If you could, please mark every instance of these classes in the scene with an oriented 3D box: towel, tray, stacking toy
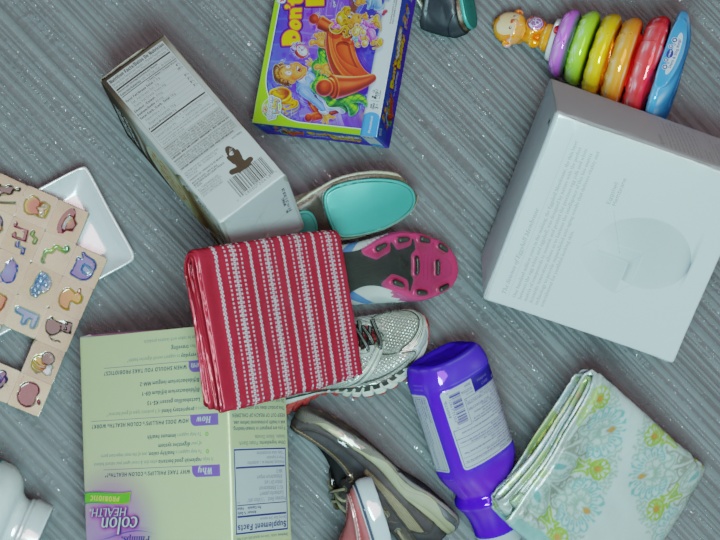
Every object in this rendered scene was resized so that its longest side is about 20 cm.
[{"bbox_3d":[-0.077,0.042,1.586,0.199,0.022,0.146,-10,91,-49],"label":"towel"},{"bbox_3d":[-0.330,-0.008,1.704,0.199,0.022,0.108,-29,88,-9],"label":"tray"},{"bbox_3d":[0.228,-0.224,1.772,0.198,0.110,0.117,20,72,10],"label":"stacking toy"},{"bbox_3d":[0.235,0.214,1.710,0.200,0.048,0.172,40,81,-29],"label":"towel"}]

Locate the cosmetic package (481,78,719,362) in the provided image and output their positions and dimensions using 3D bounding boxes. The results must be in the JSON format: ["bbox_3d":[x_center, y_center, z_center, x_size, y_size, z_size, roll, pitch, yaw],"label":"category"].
[{"bbox_3d":[0.241,-0.049,1.696,0.198,0.123,0.201,18,111,-6],"label":"cosmetic package"}]

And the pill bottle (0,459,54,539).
[{"bbox_3d":[-0.390,0.213,1.629,0.198,0.111,0.112,23,82,-5],"label":"pill bottle"}]

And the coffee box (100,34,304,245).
[{"bbox_3d":[-0.149,-0.110,1.658,0.079,0.115,0.200,-37,65,-10],"label":"coffee box"}]

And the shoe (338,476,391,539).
[{"bbox_3d":[-0.013,0.287,1.654,0.090,0.072,0.202,-12,124,-6],"label":"shoe"}]

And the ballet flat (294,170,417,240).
[{"bbox_3d":[-0.043,-0.059,1.726,0.198,0.062,0.068,-17,114,-10],"label":"ballet flat"}]

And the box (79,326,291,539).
[{"bbox_3d":[-0.163,0.156,1.628,0.174,0.096,0.202,-7,82,32],"label":"box"}]

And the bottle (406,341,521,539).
[{"bbox_3d":[0.109,0.173,1.704,0.083,0.065,0.202,-28,106,-34],"label":"bottle"}]

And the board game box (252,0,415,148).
[{"bbox_3d":[-0.022,-0.230,1.729,0.133,0.045,0.202,7,82,19],"label":"board game box"}]

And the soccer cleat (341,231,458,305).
[{"bbox_3d":[0.000,0.000,1.728,0.198,0.086,0.071,-5,90,-32],"label":"soccer cleat"}]

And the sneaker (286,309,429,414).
[{"bbox_3d":[-0.026,0.081,1.692,0.198,0.083,0.078,-18,52,-11],"label":"sneaker"}]

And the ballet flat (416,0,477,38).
[{"bbox_3d":[0.076,-0.335,1.769,0.072,0.073,0.202,-4,90,-8],"label":"ballet flat"}]

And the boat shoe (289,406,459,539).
[{"bbox_3d":[0.006,0.210,1.689,0.200,0.074,0.074,39,88,-13],"label":"boat shoe"}]

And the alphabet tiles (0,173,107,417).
[{"bbox_3d":[-0.346,0.016,1.685,0.166,0.008,0.202,24,82,-4],"label":"alphabet tiles"}]
